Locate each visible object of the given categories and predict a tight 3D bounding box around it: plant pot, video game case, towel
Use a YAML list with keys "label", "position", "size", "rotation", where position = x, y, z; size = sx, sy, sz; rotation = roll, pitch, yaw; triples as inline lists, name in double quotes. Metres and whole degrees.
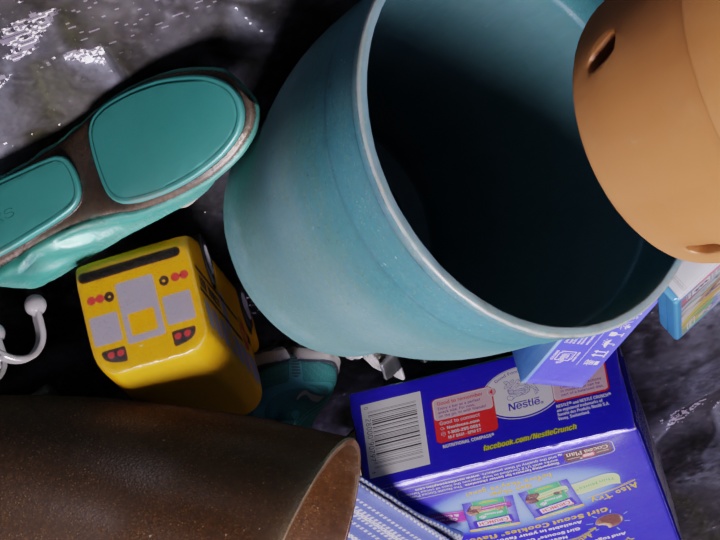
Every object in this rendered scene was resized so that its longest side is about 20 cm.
- label: "plant pot"
  position: [-0.125, 0.142, 1.361]
  size: [0.199, 0.188, 0.187]
  rotation: [20, 149, 12]
- label: "plant pot"
  position: [0.193, -0.089, 1.204]
  size: [0.199, 0.202, 0.140]
  rotation: [14, 156, -38]
- label: "video game case"
  position: [0.240, -0.043, 1.412]
  size: [0.200, 0.018, 0.143]
  rotation: [-42, 168, -1]
- label: "plant pot"
  position: [0.031, -0.043, 1.286]
  size: [0.199, 0.202, 0.188]
  rotation: [9, 161, -32]
- label: "towel"
  position: [-0.056, 0.159, 1.547]
  size: [0.199, 0.024, 0.145]
  rotation: [-21, 142, 33]

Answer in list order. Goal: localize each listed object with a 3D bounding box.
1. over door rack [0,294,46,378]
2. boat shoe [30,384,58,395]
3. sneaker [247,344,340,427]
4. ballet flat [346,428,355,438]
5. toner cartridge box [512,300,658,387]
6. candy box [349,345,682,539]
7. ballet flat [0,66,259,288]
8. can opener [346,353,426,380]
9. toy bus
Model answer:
- label: "over door rack"
  position: [-0.273, 0.013, 1.332]
  size: [0.199, 0.067, 0.148]
  rotation: [16, 159, -21]
- label: "boat shoe"
  position: [-0.220, 0.105, 1.524]
  size: [0.199, 0.071, 0.072]
  rotation: [-19, -169, 44]
- label: "sneaker"
  position: [-0.057, 0.112, 1.589]
  size: [0.077, 0.080, 0.200]
  rotation: [-1, 145, -21]
- label: "ballet flat"
  position: [0.084, 0.105, 1.656]
  size: [0.198, 0.057, 0.067]
  rotation: [-9, 149, -9]
- label: "toner cartridge box"
  position: [0.141, -0.028, 1.438]
  size: [0.043, 0.096, 0.200]
  rotation: [5, 143, -28]
- label: "candy box"
  position: [0.101, 0.132, 1.597]
  size: [0.168, 0.077, 0.200]
  rotation: [-13, 145, 9]
- label: "ballet flat"
  position: [-0.125, -0.047, 1.340]
  size: [0.199, 0.068, 0.070]
  rotation: [-26, 162, 22]
- label: "can opener"
  position: [0.000, 0.000, 1.480]
  size: [0.067, 0.053, 0.200]
  rotation: [-47, 152, -13]
- label: "toy bus"
  position: [-0.099, 0.036, 1.421]
  size: [0.065, 0.079, 0.200]
  rotation: [-17, 164, 4]
